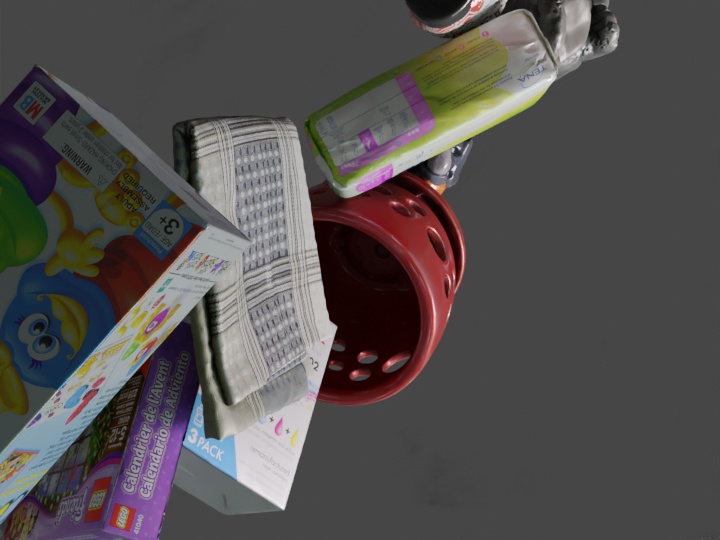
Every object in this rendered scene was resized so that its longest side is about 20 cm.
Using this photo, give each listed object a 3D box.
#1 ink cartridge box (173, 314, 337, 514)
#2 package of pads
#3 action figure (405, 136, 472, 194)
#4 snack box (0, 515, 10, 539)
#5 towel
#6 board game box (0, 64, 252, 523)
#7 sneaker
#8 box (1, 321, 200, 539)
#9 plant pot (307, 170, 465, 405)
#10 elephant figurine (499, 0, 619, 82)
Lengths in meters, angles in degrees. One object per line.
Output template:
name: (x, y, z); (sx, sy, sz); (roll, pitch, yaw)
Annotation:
ink cartridge box: (-0.090, 0.067, 0.865); (0.068, 0.115, 0.200); (-15, -133, 39)
package of pads: (0.054, -0.131, 0.931); (0.200, 0.068, 0.155); (-28, 179, 1)
action figure: (0.095, -0.152, 1.244); (0.194, 0.105, 0.200); (-58, 175, 9)
snack box: (-0.302, 0.216, 0.910); (0.024, 0.072, 0.200); (-44, 173, -36)
towel: (-0.065, -0.003, 0.761); (0.035, 0.200, 0.193); (-4, -174, 15)
board game box: (-0.160, 0.024, 0.518); (0.200, 0.103, 0.105); (-48, 174, 1)
sneaker: (0.113, -0.254, 0.854); (0.201, 0.067, 0.108); (-45, 176, 6)
box: (-0.173, 0.116, 0.765); (0.200, 0.039, 0.137); (-24, -132, 53)
plant pot: (0.000, 0.000, 1.104); (0.200, 0.200, 0.183); (-51, 180, 33)
elephant figurine: (0.155, -0.249, 1.022); (0.141, 0.155, 0.200); (-5, 171, 14)
